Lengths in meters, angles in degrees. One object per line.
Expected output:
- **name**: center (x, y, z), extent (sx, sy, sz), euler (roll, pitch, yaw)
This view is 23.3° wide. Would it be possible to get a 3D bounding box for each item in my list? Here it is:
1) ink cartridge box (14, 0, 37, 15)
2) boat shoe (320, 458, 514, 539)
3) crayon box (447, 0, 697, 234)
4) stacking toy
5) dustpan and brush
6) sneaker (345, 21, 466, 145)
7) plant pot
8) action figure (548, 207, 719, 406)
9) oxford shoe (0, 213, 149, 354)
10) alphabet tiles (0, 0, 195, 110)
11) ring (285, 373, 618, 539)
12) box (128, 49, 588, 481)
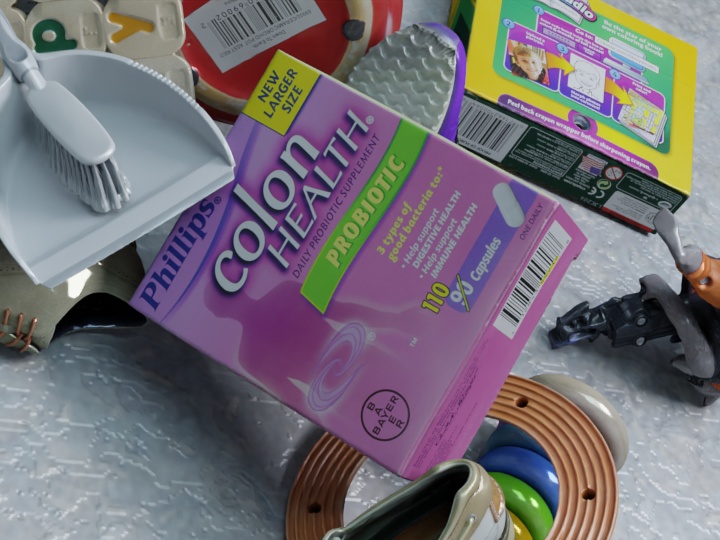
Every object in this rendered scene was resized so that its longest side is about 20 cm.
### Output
- **ink cartridge box**: center (-0.203, -0.251, 1.125), extent (0.059, 0.200, 0.104), euler (-6, 59, -43)
- **boat shoe**: center (-0.006, 0.174, 0.954), extent (0.200, 0.069, 0.075), euler (-40, 52, -13)
- **crayon box**: center (0.162, -0.142, 1.355), extent (0.199, 0.058, 0.173), euler (24, 46, -13)
- **stacking toy**: center (0.090, 0.156, 1.074), extent (0.085, 0.085, 0.200), euler (39, 51, 2)
- **dustpan and brush**: center (-0.182, -0.097, 1.015), extent (0.139, 0.057, 0.200), euler (-32, 53, -17)
- **sneaker**: center (0.033, -0.087, 1.147), extent (0.069, 0.201, 0.099), euler (35, 41, 17)
- **plant pot**: center (-0.063, -0.204, 1.154), extent (0.199, 0.201, 0.183), euler (17, 38, -18)
- **action figure**: center (0.236, 0.033, 1.194), extent (0.199, 0.194, 0.105), euler (-17, 55, -3)
- **oxford shoe**: center (-0.209, 0.011, 1.013), extent (0.199, 0.071, 0.074), euler (-9, 64, -35)
- **alphabet tiles**: center (-0.201, -0.142, 1.064), extent (0.194, 0.201, 0.015), euler (-6, 9, 7)
- **ring**: center (0.054, 0.140, 1.033), extent (0.199, 0.019, 0.201), euler (-9, 46, 9)
- **box**: center (0.000, 0.000, 1.024), extent (0.199, 0.176, 0.097), euler (31, -1, 21)
